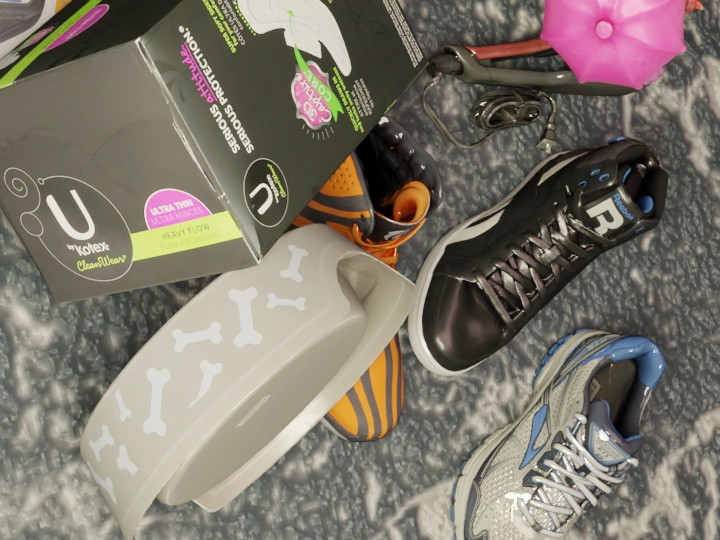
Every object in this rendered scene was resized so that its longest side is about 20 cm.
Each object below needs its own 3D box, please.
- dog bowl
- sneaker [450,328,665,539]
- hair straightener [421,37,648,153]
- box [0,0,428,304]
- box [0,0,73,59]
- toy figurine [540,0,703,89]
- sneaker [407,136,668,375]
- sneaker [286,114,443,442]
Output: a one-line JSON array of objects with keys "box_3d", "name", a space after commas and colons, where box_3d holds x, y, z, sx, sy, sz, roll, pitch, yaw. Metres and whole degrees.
[{"box_3d": [-0.061, 0.057, 0.897, 0.059, 0.201, 0.200, 45, 56, 12], "name": "dog bowl"}, {"box_3d": [0.125, 0.113, 1.069, 0.077, 0.085, 0.201, 41, 62, -20], "name": "sneaker"}, {"box_3d": [0.117, -0.116, 1.132, 0.198, 0.041, 0.078, -10, 87, -40], "name": "hair straightener"}, {"box_3d": [-0.085, -0.096, 0.895, 0.125, 0.147, 0.200, 62, 40, -21], "name": "box"}, {"box_3d": [-0.238, -0.164, 0.908, 0.198, 0.041, 0.121, 12, 75, -34], "name": "box"}, {"box_3d": [0.175, -0.196, 1.121, 0.200, 0.149, 0.186, 45, 49, -52], "name": "toy figurine"}, {"box_3d": [0.116, -0.019, 1.072, 0.073, 0.111, 0.200, 51, 58, -14], "name": "sneaker"}, {"box_3d": [0.000, 0.000, 0.988, 0.077, 0.112, 0.202, -19, 95, -35], "name": "sneaker"}]
